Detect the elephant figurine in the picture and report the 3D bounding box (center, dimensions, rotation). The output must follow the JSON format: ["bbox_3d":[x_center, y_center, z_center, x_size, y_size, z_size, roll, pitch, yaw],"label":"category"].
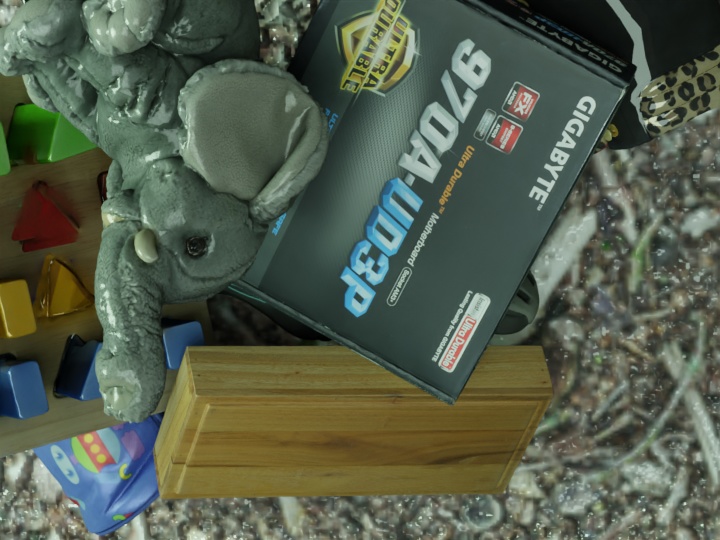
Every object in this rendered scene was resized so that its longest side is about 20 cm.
[{"bbox_3d":[-0.085,-0.050,1.332,0.155,0.141,0.201,-28,88,8],"label":"elephant figurine"}]

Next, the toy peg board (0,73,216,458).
[{"bbox_3d":[-0.170,-0.005,1.424,0.199,0.098,0.200,-15,96,-23],"label":"toy peg board"}]

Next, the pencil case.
[{"bbox_3d":[-0.166,0.051,1.520,0.087,0.078,0.200,-28,105,25],"label":"pencil case"}]

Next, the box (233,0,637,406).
[{"bbox_3d":[0.027,-0.054,1.406,0.158,0.046,0.201,29,112,3],"label":"box"}]

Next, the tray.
[{"bbox_3d":[-0.005,0.083,1.482,0.199,0.037,0.099,0,143,-18],"label":"tray"}]

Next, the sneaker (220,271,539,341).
[{"bbox_3d":[0.000,0.000,1.501,0.199,0.075,0.080,19,122,6],"label":"sneaker"}]

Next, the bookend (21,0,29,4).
[{"bbox_3d":[-0.117,-0.262,1.360,0.199,0.092,0.199,-27,93,25],"label":"bookend"}]

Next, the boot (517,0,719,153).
[{"bbox_3d":[0.099,-0.132,1.436,0.199,0.073,0.151,-22,104,5],"label":"boot"}]
